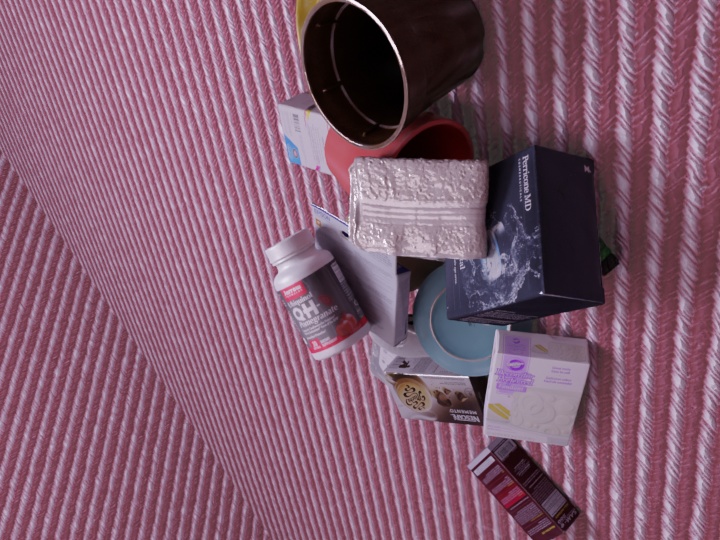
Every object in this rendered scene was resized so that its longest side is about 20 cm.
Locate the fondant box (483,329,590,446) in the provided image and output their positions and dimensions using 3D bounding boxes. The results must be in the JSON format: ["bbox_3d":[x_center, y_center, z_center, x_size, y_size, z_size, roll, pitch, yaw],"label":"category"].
[{"bbox_3d":[0.279,0.192,1.198,0.142,0.059,0.202,6,129,8],"label":"fondant box"}]

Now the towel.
[{"bbox_3d":[0.075,-0.086,1.000,0.197,0.034,0.135,4,99,22],"label":"towel"}]

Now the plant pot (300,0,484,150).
[{"bbox_3d":[0.055,-0.298,1.012,0.199,0.197,0.202,33,141,32],"label":"plant pot"}]

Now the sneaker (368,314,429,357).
[{"bbox_3d":[0.122,0.100,1.326,0.197,0.112,0.074,9,125,23],"label":"sneaker"}]

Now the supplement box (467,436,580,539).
[{"bbox_3d":[0.307,0.415,1.407,0.200,0.061,0.109,48,147,15],"label":"supplement box"}]

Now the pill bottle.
[{"bbox_3d":[-0.074,0.036,1.219,0.110,0.110,0.202,-20,100,56],"label":"pill bottle"}]

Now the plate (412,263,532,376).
[{"bbox_3d":[0.181,0.080,1.214,0.197,0.026,0.203,3,102,14],"label":"plate"}]

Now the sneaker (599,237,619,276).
[{"bbox_3d":[0.284,-0.002,1.089,0.200,0.078,0.086,-38,79,48],"label":"sneaker"}]

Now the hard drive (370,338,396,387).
[{"bbox_3d":[0.082,0.174,1.521,0.139,0.038,0.202,36,143,29],"label":"hard drive"}]

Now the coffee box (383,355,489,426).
[{"bbox_3d":[0.155,0.216,1.384,0.198,0.080,0.114,-3,118,41],"label":"coffee box"}]

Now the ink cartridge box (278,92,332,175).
[{"bbox_3d":[-0.053,-0.239,1.320,0.199,0.068,0.116,24,135,41],"label":"ink cartridge box"}]

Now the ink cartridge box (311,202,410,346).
[{"bbox_3d":[0.000,0.000,1.231,0.199,0.040,0.202,33,140,33],"label":"ink cartridge box"}]

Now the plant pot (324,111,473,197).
[{"bbox_3d":[0.047,-0.170,1.153,0.177,0.199,0.202,39,144,39],"label":"plant pot"}]

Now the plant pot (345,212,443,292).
[{"bbox_3d":[0.032,-0.033,1.324,0.199,0.134,0.202,32,140,32],"label":"plant pot"}]

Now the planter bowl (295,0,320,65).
[{"bbox_3d":[-0.030,-0.352,1.158,0.200,0.082,0.203,163,90,-72],"label":"planter bowl"}]

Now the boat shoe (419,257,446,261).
[{"bbox_3d":[0.125,-0.052,1.135,0.066,0.199,0.075,-21,72,40],"label":"boat shoe"}]

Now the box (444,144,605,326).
[{"bbox_3d":[0.216,-0.039,1.016,0.199,0.116,0.200,-22,65,56],"label":"box"}]
